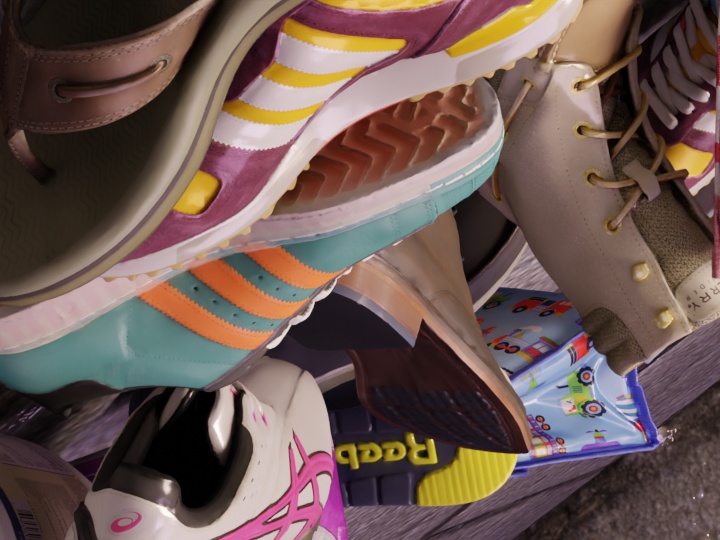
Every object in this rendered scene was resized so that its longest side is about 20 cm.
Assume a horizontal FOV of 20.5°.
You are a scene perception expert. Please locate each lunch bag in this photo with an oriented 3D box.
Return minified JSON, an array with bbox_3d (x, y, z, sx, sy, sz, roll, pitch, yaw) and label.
[{"bbox_3d":[0.046,0.080,1.155,0.200,0.094,0.150,-17,-167,-31],"label":"lunch bag"}]

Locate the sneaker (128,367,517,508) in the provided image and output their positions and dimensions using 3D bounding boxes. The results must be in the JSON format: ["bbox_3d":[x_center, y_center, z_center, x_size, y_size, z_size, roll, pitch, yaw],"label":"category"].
[{"bbox_3d":[-0.015,0.075,0.977,0.199,0.074,0.082,1,-160,15],"label":"sneaker"}]

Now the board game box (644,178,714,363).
[{"bbox_3d":[0.224,-0.072,1.100,0.200,0.041,0.200,-52,-175,48],"label":"board game box"}]

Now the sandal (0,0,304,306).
[{"bbox_3d":[-0.062,-0.075,0.528,0.057,0.080,0.201,9,130,-47],"label":"sandal"}]

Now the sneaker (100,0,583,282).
[{"bbox_3d":[-0.031,-0.075,0.608,0.200,0.075,0.090,-32,144,4],"label":"sneaker"}]

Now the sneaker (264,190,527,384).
[{"bbox_3d":[0.000,0.000,0.891,0.200,0.075,0.106,-32,169,-10],"label":"sneaker"}]

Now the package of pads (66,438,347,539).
[{"bbox_3d":[-0.095,0.138,0.919,0.200,0.121,0.076,-21,161,40],"label":"package of pads"}]

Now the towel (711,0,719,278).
[{"bbox_3d":[0.184,-0.103,0.813,0.023,0.201,0.144,7,-165,33],"label":"towel"}]

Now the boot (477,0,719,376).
[{"bbox_3d":[0.108,-0.049,0.816,0.072,0.155,0.200,-29,167,-25],"label":"boot"}]

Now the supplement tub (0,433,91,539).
[{"bbox_3d":[-0.171,0.131,0.779,0.145,0.145,0.200,-36,166,3],"label":"supplement tub"}]

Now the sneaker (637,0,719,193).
[{"bbox_3d":[0.168,-0.106,0.943,0.200,0.075,0.090,-45,158,8],"label":"sneaker"}]

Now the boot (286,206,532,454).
[{"bbox_3d":[0.030,0.006,0.829,0.075,0.097,0.200,1,155,28],"label":"boot"}]

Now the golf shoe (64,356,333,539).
[{"bbox_3d":[-0.050,0.073,0.751,0.200,0.072,0.092,-56,162,-64],"label":"golf shoe"}]

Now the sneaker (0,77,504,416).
[{"bbox_3d":[-0.040,-0.009,0.682,0.200,0.071,0.080,-20,138,9],"label":"sneaker"}]
